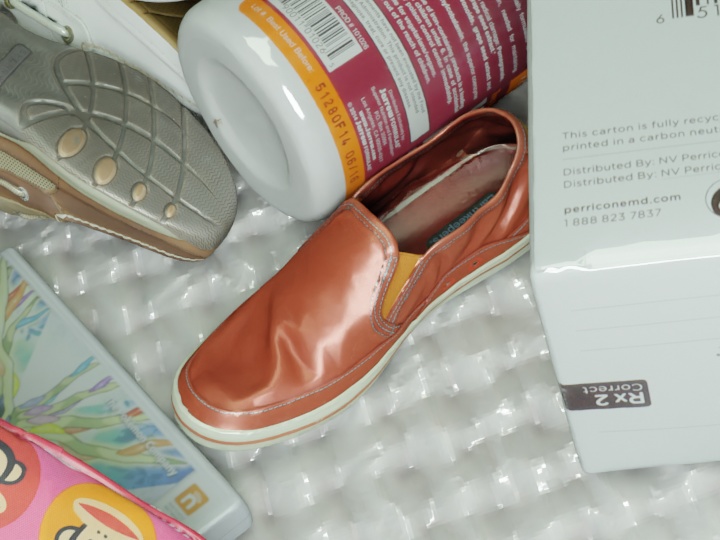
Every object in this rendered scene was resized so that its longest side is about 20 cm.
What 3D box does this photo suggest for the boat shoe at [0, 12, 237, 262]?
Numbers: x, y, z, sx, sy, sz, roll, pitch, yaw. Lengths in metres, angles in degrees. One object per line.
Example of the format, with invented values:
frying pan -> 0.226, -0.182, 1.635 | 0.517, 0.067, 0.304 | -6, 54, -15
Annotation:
boat shoe -> -0.145, -0.061, 0.955 | 0.199, 0.072, 0.076 | 32, 49, 11

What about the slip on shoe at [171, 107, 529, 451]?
slip on shoe -> 0.000, 0.000, 0.869 | 0.200, 0.061, 0.074 | -37, 52, -12

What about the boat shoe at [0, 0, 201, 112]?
boat shoe -> -0.134, -0.126, 1.010 | 0.200, 0.071, 0.070 | 39, 111, 23

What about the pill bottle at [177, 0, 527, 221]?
pill bottle -> 0.026, -0.118, 0.923 | 0.200, 0.110, 0.109 | -35, 49, -19

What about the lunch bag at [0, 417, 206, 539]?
lunch bag -> -0.162, 0.138, 0.735 | 0.199, 0.082, 0.177 | 31, 63, -5

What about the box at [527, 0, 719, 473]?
box -> 0.170, -0.045, 0.804 | 0.198, 0.131, 0.201 | -7, 50, 12

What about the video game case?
video game case -> -0.171, 0.097, 0.867 | 0.182, 0.022, 0.200 | -37, 50, -14

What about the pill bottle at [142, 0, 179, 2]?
pill bottle -> -0.071, -0.195, 0.976 | 0.111, 0.112, 0.200 | -5, 14, 13
